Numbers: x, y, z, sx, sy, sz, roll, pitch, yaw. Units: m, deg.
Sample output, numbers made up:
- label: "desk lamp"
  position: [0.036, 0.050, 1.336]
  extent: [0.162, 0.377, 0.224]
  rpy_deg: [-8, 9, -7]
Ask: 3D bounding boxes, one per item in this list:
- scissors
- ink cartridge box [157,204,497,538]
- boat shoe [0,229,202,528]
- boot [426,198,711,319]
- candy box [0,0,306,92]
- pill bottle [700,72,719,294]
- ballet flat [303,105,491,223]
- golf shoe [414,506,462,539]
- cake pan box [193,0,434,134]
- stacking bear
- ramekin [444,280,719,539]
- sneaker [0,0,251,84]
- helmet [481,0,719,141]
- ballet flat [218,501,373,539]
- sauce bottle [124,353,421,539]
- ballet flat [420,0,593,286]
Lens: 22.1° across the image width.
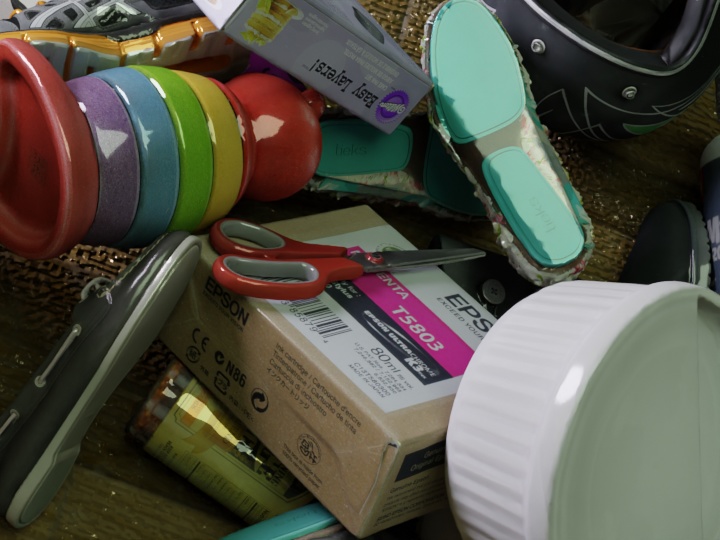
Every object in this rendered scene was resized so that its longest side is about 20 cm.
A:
- label: "scissors"
  position: [0.000, 0.000, 1.096]
  extent: [0.199, 0.014, 0.073]
  rpy_deg: [7, 29, -27]
- label: "ink cartridge box"
  position: [0.001, 0.053, 1.099]
  extent: [0.164, 0.075, 0.200]
  rpy_deg: [-14, 46, -46]
- label: "boat shoe"
  position: [-0.165, 0.053, 1.053]
  extent: [0.057, 0.067, 0.201]
  rpy_deg: [34, 96, 9]
- label: "boot"
  position: [0.135, 0.009, 1.252]
  extent: [0.199, 0.066, 0.166]
  rpy_deg: [10, 60, -12]
- label: "candy box"
  position: [-0.150, -0.151, 1.211]
  extent: [0.136, 0.061, 0.200]
  rpy_deg: [-36, 81, -31]
- label: "pill bottle"
  position: [0.297, -0.044, 1.284]
  extent: [0.119, 0.120, 0.202]
  rpy_deg: [4, 76, -20]
- label: "ballet flat"
  position: [0.024, -0.077, 1.238]
  extent: [0.199, 0.064, 0.076]
  rpy_deg: [12, 90, -35]
- label: "golf shoe"
  position: [0.083, 0.201, 1.111]
  extent: [0.078, 0.097, 0.201]
  rpy_deg: [6, 61, -17]
- label: "cake pan box"
  position: [-0.066, -0.187, 1.151]
  extent: [0.200, 0.052, 0.184]
  rpy_deg: [50, 12, 34]
- label: "stacking bear"
  position: [-0.112, -0.072, 1.094]
  extent: [0.199, 0.122, 0.114]
  rpy_deg: [-11, 40, -36]
- label: "ramekin"
  position: [0.132, 0.097, 1.032]
  extent: [0.202, 0.094, 0.204]
  rpy_deg: [-16, 113, -44]
- label: "sneaker"
  position: [-0.169, -0.141, 1.128]
  extent: [0.199, 0.078, 0.078]
  rpy_deg: [-9, 57, -26]
- label: "helmet"
  position: [0.171, -0.184, 1.281]
  extent: [0.200, 0.200, 0.191]
  rpy_deg: [39, 94, 0]
- label: "ballet flat"
  position: [-0.088, 0.184, 1.055]
  extent: [0.198, 0.068, 0.069]
  rpy_deg: [-10, 102, 1]
- label: "sauce bottle"
  position: [-0.046, 0.129, 1.114]
  extent: [0.199, 0.066, 0.066]
  rpy_deg: [34, 57, -4]
- label: "ballet flat"
  position: [0.088, -0.077, 1.192]
  extent: [0.075, 0.064, 0.201]
  rpy_deg: [-19, 77, -6]
